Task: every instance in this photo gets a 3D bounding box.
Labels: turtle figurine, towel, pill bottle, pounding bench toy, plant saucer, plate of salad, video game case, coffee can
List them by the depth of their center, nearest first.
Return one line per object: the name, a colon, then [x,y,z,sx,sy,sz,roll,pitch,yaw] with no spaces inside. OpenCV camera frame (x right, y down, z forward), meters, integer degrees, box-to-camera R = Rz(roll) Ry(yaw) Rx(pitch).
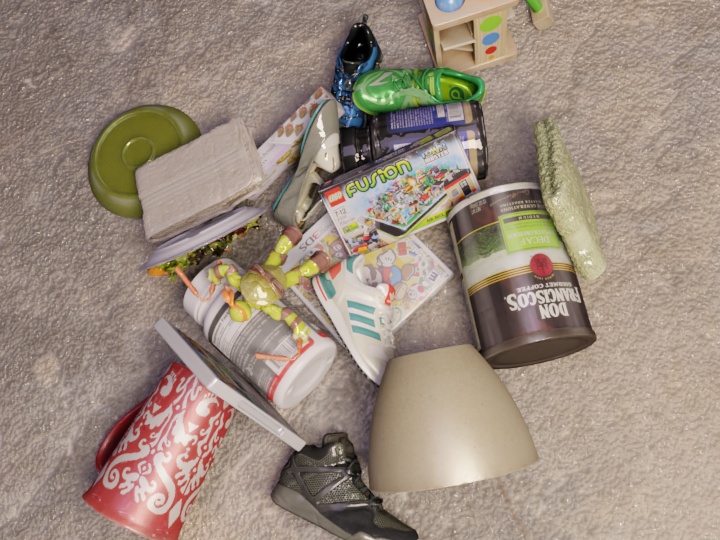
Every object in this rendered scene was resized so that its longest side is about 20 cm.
video game case: [-0.159,0.143,0.883,0.018,0.200,0.143,-47,47,-8]
towel: [0.262,-0.096,0.897,0.036,0.149,0.201,-21,32,25]
turtle figurine: [-0.124,0.010,0.907,0.199,0.065,0.161,33,56,15]
coffee can: [0.201,0.010,0.911,0.145,0.146,0.202,-13,70,6]
pill bottle: [-0.139,0.081,0.966,0.200,0.114,0.114,39,82,19]
plate of salad: [-0.213,-0.038,0.993,0.199,0.200,0.048,-25,101,2]
pill bottle: [0.076,-0.172,1.007,0.198,0.112,0.113,-6,71,7]
video game case: [0.000,0.000,1.016,0.182,0.023,0.200,-43,71,-5]
pounding bench toy: [0.188,-0.397,1.038,0.198,0.156,0.125,-16,70,4]
towel: [-0.239,-0.135,1.052,0.199,0.034,0.133,-24,62,9]
plant saucer: [-0.348,-0.181,1.133,0.198,0.031,0.202,-3,72,10]

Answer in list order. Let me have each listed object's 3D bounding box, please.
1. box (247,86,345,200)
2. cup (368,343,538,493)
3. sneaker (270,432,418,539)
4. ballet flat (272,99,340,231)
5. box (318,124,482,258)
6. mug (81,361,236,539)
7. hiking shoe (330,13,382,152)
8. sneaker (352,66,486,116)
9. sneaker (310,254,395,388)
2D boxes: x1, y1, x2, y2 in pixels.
box: [-0.110,-0.184,1.053,0.200,0.041,0.039,-41,68,15]
cup: [0.095,0.166,0.840,0.199,0.200,0.145,-12,80,6]
sneaker: [-0.008,0.277,0.899,0.198,0.076,0.115,21,83,21]
ballet flat: [-0.062,-0.144,1.017,0.063,0.067,0.201,35,116,13]
box: [0.055,-0.103,0.959,0.199,0.035,0.111,-23,111,13]
mug: [-0.269,0.224,0.938,0.176,0.134,0.201,24,75,15]
hiking shoe: [-0.021,-0.277,1.074,0.074,0.087,0.202,8,74,13]
sneaker: [0.086,-0.267,1.029,0.198,0.084,0.075,-3,83,-8]
sneaker: [0.016,0.065,0.941,0.093,0.070,0.200,-35,66,4]
